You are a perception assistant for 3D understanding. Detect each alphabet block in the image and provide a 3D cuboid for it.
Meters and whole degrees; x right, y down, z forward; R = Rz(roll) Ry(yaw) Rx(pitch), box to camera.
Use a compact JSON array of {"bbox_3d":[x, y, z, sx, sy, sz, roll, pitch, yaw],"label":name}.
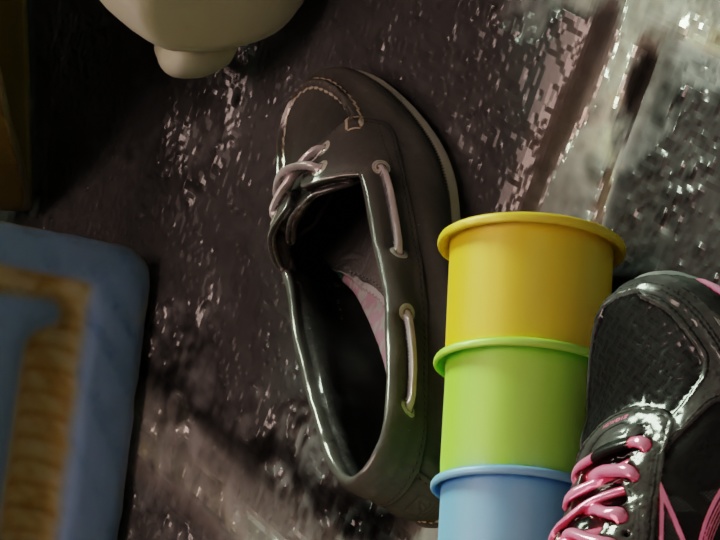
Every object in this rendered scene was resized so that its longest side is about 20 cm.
[{"bbox_3d":[-0.224,0.072,1.195,0.200,0.196,0.196,-5,75,55],"label":"alphabet block"}]

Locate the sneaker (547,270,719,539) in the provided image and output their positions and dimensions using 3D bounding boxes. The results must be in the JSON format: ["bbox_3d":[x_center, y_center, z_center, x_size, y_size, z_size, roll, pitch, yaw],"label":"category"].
[{"bbox_3d":[0.078,0.090,0.838,0.079,0.095,0.200,-31,54,49],"label":"sneaker"}]

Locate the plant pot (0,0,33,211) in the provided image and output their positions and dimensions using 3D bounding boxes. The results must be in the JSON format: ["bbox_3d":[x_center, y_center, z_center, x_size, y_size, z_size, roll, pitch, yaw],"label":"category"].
[{"bbox_3d":[-0.243,-0.142,1.218,0.196,0.199,0.195,89,177,-67],"label":"plant pot"}]

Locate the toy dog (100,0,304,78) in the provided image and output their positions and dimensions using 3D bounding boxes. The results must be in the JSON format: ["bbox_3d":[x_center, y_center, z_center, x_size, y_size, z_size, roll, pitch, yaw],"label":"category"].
[{"bbox_3d":[-0.066,-0.192,1.123,0.194,0.139,0.200,84,168,-52],"label":"toy dog"}]

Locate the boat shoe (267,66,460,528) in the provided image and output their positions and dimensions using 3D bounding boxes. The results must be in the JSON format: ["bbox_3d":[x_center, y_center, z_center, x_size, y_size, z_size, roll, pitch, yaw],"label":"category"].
[{"bbox_3d":[0.000,0.000,1.011,0.067,0.057,0.200,-52,42,34],"label":"boat shoe"}]

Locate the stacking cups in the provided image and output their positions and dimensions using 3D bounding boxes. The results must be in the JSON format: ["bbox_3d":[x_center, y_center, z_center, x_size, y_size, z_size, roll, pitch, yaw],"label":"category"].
[{"bbox_3d":[0.050,0.085,0.901,0.060,0.060,0.201,-23,59,51],"label":"stacking cups"}]
